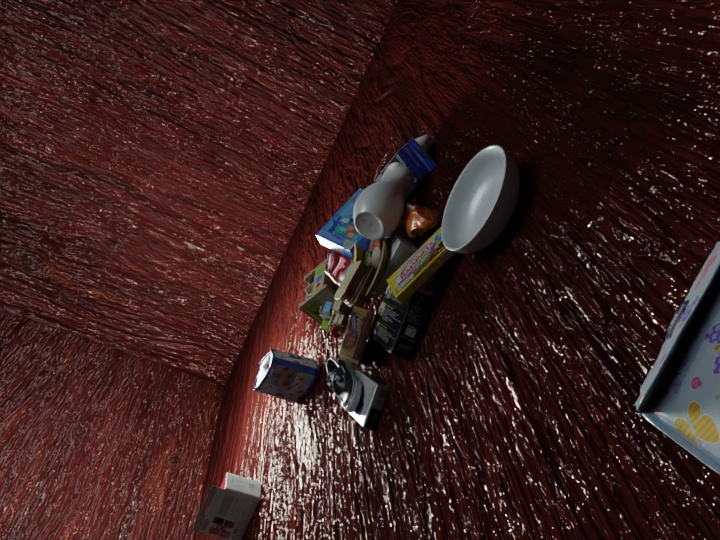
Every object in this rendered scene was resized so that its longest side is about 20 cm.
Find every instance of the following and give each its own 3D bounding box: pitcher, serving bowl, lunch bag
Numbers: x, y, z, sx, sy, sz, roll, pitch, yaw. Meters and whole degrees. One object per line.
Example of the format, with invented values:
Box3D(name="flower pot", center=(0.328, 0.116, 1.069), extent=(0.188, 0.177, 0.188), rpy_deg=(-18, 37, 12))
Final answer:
Box3D(name="pitcher", center=(0.050, -0.153, 1.462), extent=(0.201, 0.120, 0.173), rpy_deg=(-59, -3, -44))
Box3D(name="serving bowl", center=(0.226, -0.119, 1.052), extent=(0.202, 0.065, 0.202), rpy_deg=(-56, 20, 33))
Box3D(name="lunch bag", center=(-0.234, 0.330, 1.863), extent=(0.200, 0.167, 0.126), rpy_deg=(133, 150, -55))
Box3D(name="lunch bag", center=(0.302, 0.069, 0.439), extent=(0.172, 0.125, 0.200), rpy_deg=(-64, 9, 9))

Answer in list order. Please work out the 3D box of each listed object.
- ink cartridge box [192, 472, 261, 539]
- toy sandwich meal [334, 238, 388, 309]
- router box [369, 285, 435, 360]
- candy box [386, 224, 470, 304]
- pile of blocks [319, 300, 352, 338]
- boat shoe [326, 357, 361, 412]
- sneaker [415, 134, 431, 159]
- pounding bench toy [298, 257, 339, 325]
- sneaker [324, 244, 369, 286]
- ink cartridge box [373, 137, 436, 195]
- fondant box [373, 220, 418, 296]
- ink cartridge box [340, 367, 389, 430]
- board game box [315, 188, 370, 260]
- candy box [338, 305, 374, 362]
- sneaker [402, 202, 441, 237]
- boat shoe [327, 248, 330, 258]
Box3D(name="ink cartridge box", center=(-0.453, 0.802, 1.974), extent=(0.203, 0.173, 0.084), rpy_deg=(-63, 16, 15))
Box3D(name="toy sandwich meal", center=(0.000, 0.000, 1.447), extent=(0.207, 0.069, 0.207), rpy_deg=(-59, 16, 29))
Box3D(name="router box", center=(0.086, 0.098, 1.271), extent=(0.200, 0.050, 0.152), rpy_deg=(-156, 87, -77))
Box3D(name="candy box", center=(0.138, -0.025, 1.185), extent=(0.200, 0.026, 0.102), rpy_deg=(-45, 17, 7))
Box3D(name="pile of blocks", center=(-0.069, 0.123, 1.400), extent=(0.201, 0.080, 0.063), rpy_deg=(101, -170, -71))
Box3D(name="boat shoe", center=(-0.046, 0.261, 1.360), extent=(0.073, 0.067, 0.200), rpy_deg=(-64, 16, 15))
Box3D(name="sneaker", center=(0.141, -0.297, 1.619), extent=(0.100, 0.074, 0.200), rpy_deg=(-55, 4, -35))
Box3D(name="pounding bench toy", center=(-0.069, 0.043, 1.742), extent=(0.199, 0.124, 0.158), rpy_deg=(-37, 29, 30))
Box3D(name="sneaker", center=(-0.018, -0.047, 1.633), extent=(0.200, 0.072, 0.112), rpy_deg=(-47, 51, -13))
Box3D(name="ink cartridge box", center=(0.115, -0.258, 1.561), extent=(0.039, 0.100, 0.200), rpy_deg=(-38, -5, -35))
Box3D(name="fondant box", center=(0.076, -0.038, 1.484), extent=(0.201, 0.057, 0.146), rpy_deg=(-102, 36, -65))
Box3D(name="ink cartridge box", center=(0.006, 0.290, 1.331), extent=(0.097, 0.036, 0.199), rpy_deg=(-70, 18, -4))
Box3D(name="board game box", center=(-0.008, -0.132, 1.623), extent=(0.151, 0.045, 0.200), rpy_deg=(26, 66, 41))
Box3D(name="candy box", center=(-0.010, 0.161, 1.411), extent=(0.200, 0.055, 0.119), rpy_deg=(99, -170, -79))
Box3D(name="sneaker", center=(0.142, -0.110, 1.357), extent=(0.200, 0.071, 0.079), rpy_deg=(-113, 35, -80))
Box3D(name="boat shoe", center=(-0.014, -0.091, 1.691), extent=(0.199, 0.074, 0.064), rpy_deg=(-32, 61, 12))
